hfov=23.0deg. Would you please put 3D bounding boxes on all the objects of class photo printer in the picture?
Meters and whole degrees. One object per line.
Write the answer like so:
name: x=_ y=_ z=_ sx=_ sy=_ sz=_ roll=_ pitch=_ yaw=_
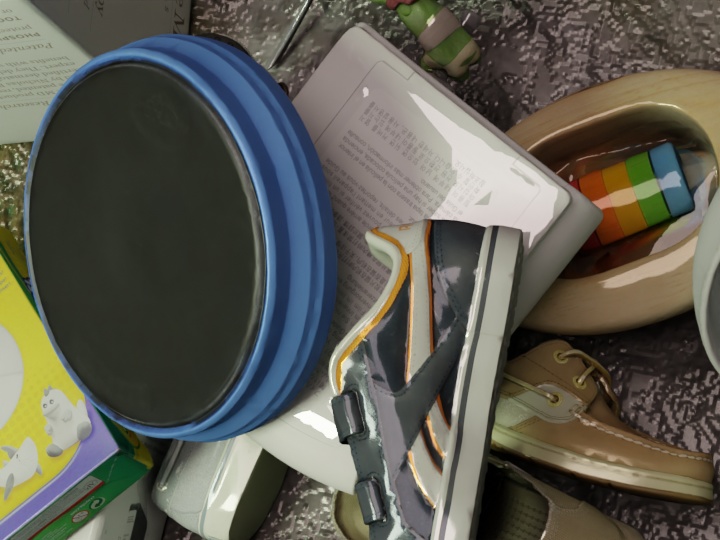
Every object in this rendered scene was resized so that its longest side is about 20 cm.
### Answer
photo printer: x=0.000 y=0.000 z=0.893 sx=0.166 sy=0.069 sz=0.200 roll=40 pitch=96 yaw=22

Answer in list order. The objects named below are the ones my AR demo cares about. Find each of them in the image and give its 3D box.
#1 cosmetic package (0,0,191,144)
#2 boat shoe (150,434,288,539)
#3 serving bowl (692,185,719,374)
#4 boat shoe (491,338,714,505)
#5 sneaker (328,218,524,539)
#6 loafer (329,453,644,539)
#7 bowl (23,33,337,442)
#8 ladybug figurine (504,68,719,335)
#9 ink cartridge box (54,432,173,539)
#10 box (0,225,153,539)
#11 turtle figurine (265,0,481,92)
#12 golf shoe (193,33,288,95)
cosmetic package: x=-0.214 y=-0.187 z=1.039 sx=0.166 sy=0.200 sz=0.168 roll=-4 pitch=72 yaw=20
boat shoe: x=-0.061 y=0.049 z=0.979 sx=0.071 sy=0.070 sz=0.202 roll=20 pitch=84 yaw=19
serving bowl: x=0.245 y=-0.023 z=0.832 sx=0.200 sy=0.200 sz=0.066 roll=-28 pitch=42 yaw=10
boat shoe: x=0.093 y=0.066 z=0.915 sx=0.199 sy=0.074 sz=0.067 roll=18 pitch=85 yaw=24
sneaker: x=0.022 y=0.075 z=0.803 sx=0.079 sy=0.078 sz=0.201 roll=8 pitch=79 yaw=6
loafer: x=0.053 y=0.121 z=0.884 sx=0.200 sy=0.068 sz=0.076 roll=5 pitch=59 yaw=47
bowl: x=-0.095 y=-0.014 z=0.862 sx=0.200 sy=0.039 sz=0.202 roll=9 pitch=104 yaw=43
ladybug figurine: x=0.144 y=-0.031 z=0.926 sx=0.199 sy=0.072 sz=0.136 roll=-17 pitch=64 yaw=15
ink cartridge box: x=-0.191 y=0.141 z=0.991 sx=0.144 sy=0.084 sz=0.201 roll=8 pitch=75 yaw=22
box: x=-0.209 y=0.059 z=0.954 sx=0.117 sy=0.048 sz=0.200 roll=-39 pitch=62 yaw=3
turtle figurine: x=0.035 y=-0.168 z=1.004 sx=0.193 sy=0.201 sz=0.144 roll=-19 pitch=21 yaw=-11
golf shoe: x=-0.081 y=-0.091 z=0.968 sx=0.078 sy=0.200 sz=0.095 roll=26 pitch=66 yaw=0
